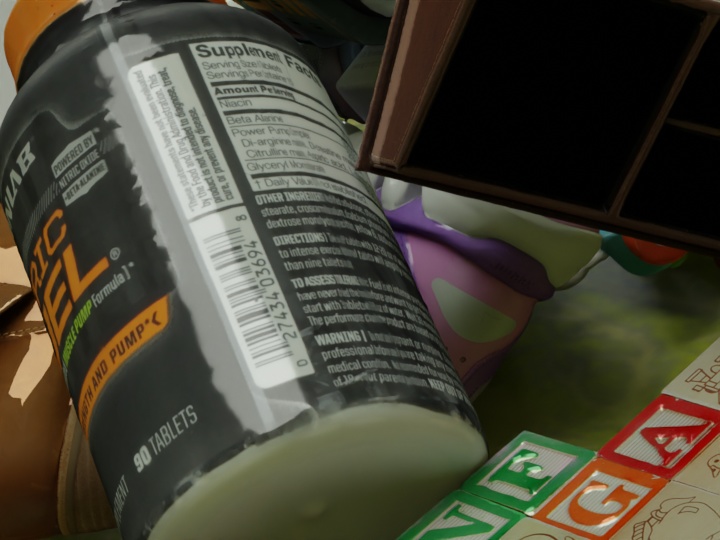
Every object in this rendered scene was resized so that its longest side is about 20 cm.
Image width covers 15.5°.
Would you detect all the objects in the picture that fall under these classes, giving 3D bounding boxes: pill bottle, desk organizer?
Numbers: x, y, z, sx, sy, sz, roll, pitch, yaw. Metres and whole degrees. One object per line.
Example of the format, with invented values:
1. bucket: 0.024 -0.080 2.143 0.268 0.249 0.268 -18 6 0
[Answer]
1. pill bottle: -0.045 -0.005 0.778 0.106 0.106 0.200 -23 57 -2
2. desk organizer: 0.109 -0.037 0.744 0.200 0.072 0.077 13 4 -13

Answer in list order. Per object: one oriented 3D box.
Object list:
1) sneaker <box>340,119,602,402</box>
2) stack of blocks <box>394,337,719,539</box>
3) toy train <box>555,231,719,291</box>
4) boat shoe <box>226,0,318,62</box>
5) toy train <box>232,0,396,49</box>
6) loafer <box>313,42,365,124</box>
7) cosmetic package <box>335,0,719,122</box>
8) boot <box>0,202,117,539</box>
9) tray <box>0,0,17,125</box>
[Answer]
1. sneaker: 0.000 0.000 0.884 0.089 0.080 0.200 -66 24 -1
2. stack of blocks: 0.081 0.085 0.700 0.200 0.059 0.115 -39 34 -27
3. toy train: 0.118 -0.053 0.917 0.150 0.056 0.200 -29 26 50
4. boat shoe: -0.073 -0.058 1.060 0.200 0.073 0.062 -22 72 -14
5. toy train: -0.026 -0.125 0.895 0.085 0.114 0.200 -57 17 -3
6. loafer: 0.036 -0.109 1.057 0.063 0.072 0.200 -17 20 43
7. cosmetic package: 0.088 -0.117 0.914 0.200 0.074 0.102 -51 16 -9
8. boot: -0.120 -0.006 0.881 0.154 0.074 0.200 -1 58 2
9. tray: -0.140 -0.073 0.948 0.200 0.022 0.108 -13 64 -23
